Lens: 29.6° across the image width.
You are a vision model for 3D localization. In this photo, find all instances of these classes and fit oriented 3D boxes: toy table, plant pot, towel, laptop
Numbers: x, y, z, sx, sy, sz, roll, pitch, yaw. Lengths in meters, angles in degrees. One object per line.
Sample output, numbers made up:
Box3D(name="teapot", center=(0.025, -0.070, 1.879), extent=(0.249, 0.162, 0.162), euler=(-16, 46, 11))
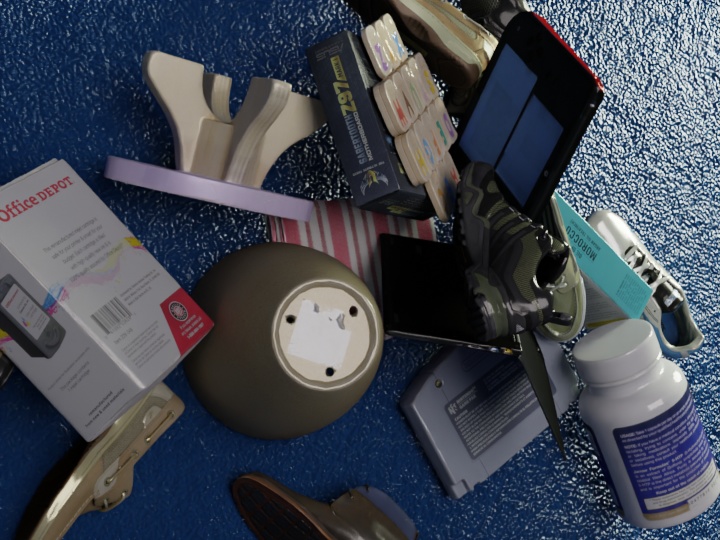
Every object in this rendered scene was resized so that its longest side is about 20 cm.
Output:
Box3D(name="toy table", center=(-0.123, -0.120, 1.236), extent=(0.199, 0.183, 0.118), euler=(12, 93, -41))
Box3D(name="plant pot", center=(-0.054, 0.061, 1.203), extent=(0.186, 0.200, 0.189), euler=(1, 86, -15))
Box3D(name="towel", center=(0.000, 0.000, 1.371), extent=(0.199, 0.030, 0.148), euler=(-6, 86, -34))
Box3D(name="laptop", center=(0.108, 0.070, 1.325), extent=(0.198, 0.188, 0.117), euler=(9, 118, -6))

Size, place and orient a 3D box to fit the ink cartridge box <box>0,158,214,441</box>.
Box3D(name="ink cartridge box", center=(-0.237, 0.021, 1.133), extent=(0.200, 0.086, 0.148), euler=(46, 27, 0))

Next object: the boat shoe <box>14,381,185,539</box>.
Box3D(name="boat shoe", center=(-0.225, 0.177, 1.187), extent=(0.065, 0.072, 0.201), euler=(43, 59, -17))

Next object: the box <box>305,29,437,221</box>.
Box3D(name="box", center=(0.026, -0.134, 1.313), extent=(0.200, 0.051, 0.159), euler=(2, 68, -69))

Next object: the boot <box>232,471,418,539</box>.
Box3D(name="boot", center=(-0.030, 0.240, 1.309), extent=(0.200, 0.075, 0.097), euler=(40, 38, -8))

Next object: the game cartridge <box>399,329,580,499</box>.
Box3D(name="game cartridge", center=(0.136, 0.128, 1.427), extent=(0.199, 0.041, 0.134), euler=(-34, 96, -30))

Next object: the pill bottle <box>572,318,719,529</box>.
Box3D(name="pill bottle", center=(0.300, 0.161, 1.453), extent=(0.119, 0.119, 0.201), euler=(-33, 110, -30))

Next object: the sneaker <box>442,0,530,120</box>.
Box3D(name="sneaker", center=(0.131, -0.230, 1.450), extent=(0.114, 0.076, 0.201), euler=(-23, 100, -37))

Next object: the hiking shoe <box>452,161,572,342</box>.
Box3D(name="hiking shoe", center=(0.140, -0.019, 1.260), extent=(0.100, 0.076, 0.201), euler=(-2, 52, -2))

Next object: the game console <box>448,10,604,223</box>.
Box3D(name="game console", center=(0.154, -0.136, 1.333), extent=(0.031, 0.177, 0.201), euler=(11, 121, -25))

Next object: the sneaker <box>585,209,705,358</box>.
Box3D(name="sneaker", center=(0.322, 0.012, 1.532), extent=(0.072, 0.072, 0.201), euler=(-42, 103, -26))

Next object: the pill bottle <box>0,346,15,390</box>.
Box3D(name="pill bottle", center=(-0.383, 0.044, 1.085), extent=(0.200, 0.112, 0.112), euler=(46, 64, -18))

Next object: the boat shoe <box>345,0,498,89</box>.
Box3D(name="boat shoe", center=(0.056, -0.275, 1.401), extent=(0.200, 0.072, 0.076), euler=(42, 69, -4))

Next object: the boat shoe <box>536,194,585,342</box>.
Box3D(name="boat shoe", center=(0.186, -0.007, 1.388), extent=(0.071, 0.062, 0.201), euler=(-16, 115, 7))

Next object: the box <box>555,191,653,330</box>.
Box3D(name="box", center=(0.218, -0.018, 1.469), extent=(0.200, 0.082, 0.049), euler=(43, 63, -19))

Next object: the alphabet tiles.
Box3D(name="alphabet tiles", center=(0.056, -0.150, 1.310), extent=(0.197, 0.014, 0.200), euler=(66, 18, -11))
